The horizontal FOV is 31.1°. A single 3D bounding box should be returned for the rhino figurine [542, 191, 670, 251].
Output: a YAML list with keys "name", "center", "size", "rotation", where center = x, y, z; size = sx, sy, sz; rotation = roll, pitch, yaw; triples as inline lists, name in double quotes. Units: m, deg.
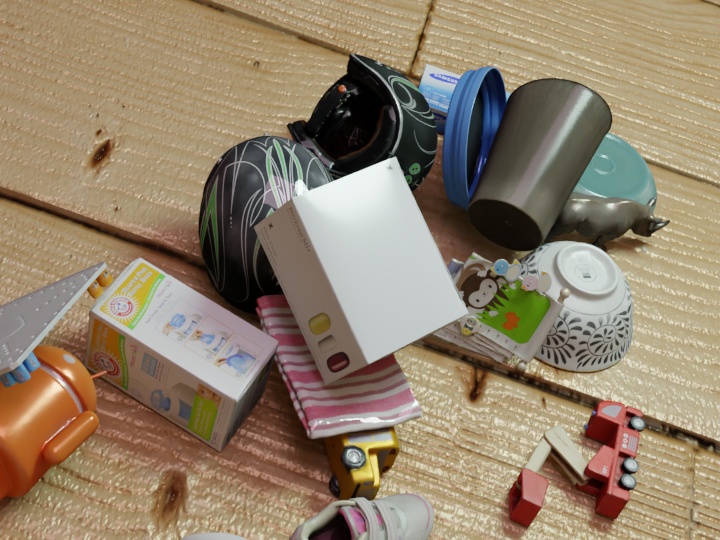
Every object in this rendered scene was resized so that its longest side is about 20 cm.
- name: "rhino figurine"
  center: [0.351, -0.070, 1.831]
  size: [0.197, 0.088, 0.060]
  rotation: [2, 50, -16]

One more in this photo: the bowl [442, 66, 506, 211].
- name: "bowl"
  center: [0.159, -0.182, 1.800]
  size: [0.039, 0.202, 0.202]
  rotation: [8, 44, 20]

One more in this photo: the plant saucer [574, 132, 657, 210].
- name: "plant saucer"
  center: [0.357, -0.149, 1.936]
  size: [0.197, 0.036, 0.202]
  rotation: [9, 49, -10]

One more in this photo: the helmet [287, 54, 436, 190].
- name: "helmet"
  center: [0.009, -0.185, 1.744]
  size: [0.199, 0.201, 0.190]
  rotation: [38, 7, 16]

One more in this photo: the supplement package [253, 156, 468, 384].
- name: "supplement package"
  center: [0.000, 0.000, 1.475]
  size: [0.155, 0.111, 0.202]
  rotation: [-23, 86, -33]

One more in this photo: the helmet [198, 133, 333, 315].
- name: "helmet"
  center: [-0.111, -0.061, 1.607]
  size: [0.197, 0.192, 0.202]
  rotation: [9, 49, -10]

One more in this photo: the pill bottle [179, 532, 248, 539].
- name: "pill bottle"
  center: [-0.152, 0.372, 1.283]
  size: [0.107, 0.109, 0.202]
  rotation: [11, 49, -8]

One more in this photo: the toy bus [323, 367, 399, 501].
- name: "toy bus"
  center: [-0.009, 0.176, 1.525]
  size: [0.077, 0.065, 0.202]
  rotation: [-1, 51, -20]

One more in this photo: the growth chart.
- name: "growth chart"
  center: [0.155, 0.046, 1.645]
  size: [0.197, 0.146, 0.018]
  rotation: [18, 21, -4]

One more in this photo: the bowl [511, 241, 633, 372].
- name: "bowl"
  center: [0.288, 0.026, 1.725]
  size: [0.198, 0.095, 0.203]
  rotation: [9, 49, -11]

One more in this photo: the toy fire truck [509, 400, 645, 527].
- name: "toy fire truck"
  center: [0.265, 0.232, 1.573]
  size: [0.139, 0.049, 0.201]
  rotation: [21, 48, 1]

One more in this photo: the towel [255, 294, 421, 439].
- name: "towel"
  center: [-0.027, 0.102, 1.518]
  size: [0.144, 0.030, 0.201]
  rotation: [-9, 54, -25]

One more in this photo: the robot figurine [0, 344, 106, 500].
- name: "robot figurine"
  center: [-0.365, 0.160, 1.393]
  size: [0.117, 0.143, 0.200]
  rotation: [50, 48, -12]

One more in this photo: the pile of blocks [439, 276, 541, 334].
- name: "pile of blocks"
  center: [0.136, 0.035, 1.687]
  size: [0.197, 0.083, 0.062]
  rotation: [10, 27, 0]

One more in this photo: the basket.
- name: "basket"
  center: [0.234, -0.139, 1.769]
  size: [0.136, 0.179, 0.201]
  rotation: [40, 63, -22]

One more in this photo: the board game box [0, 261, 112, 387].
- name: "board game box"
  center: [-0.384, 0.079, 1.405]
  size: [0.026, 0.198, 0.201]
  rotation: [57, 33, -19]

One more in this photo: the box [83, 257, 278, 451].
- name: "box"
  center: [-0.210, 0.096, 1.496]
  size: [0.198, 0.113, 0.102]
  rotation: [31, 49, 7]

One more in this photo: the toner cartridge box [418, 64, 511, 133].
- name: "toner cartridge box"
  center: [0.178, -0.236, 1.948]
  size: [0.197, 0.043, 0.096]
  rotation: [19, 46, -1]

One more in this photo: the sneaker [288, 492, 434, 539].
- name: "sneaker"
  center: [0.002, 0.290, 1.414]
  size: [0.198, 0.089, 0.082]
  rotation: [-19, 58, -30]
